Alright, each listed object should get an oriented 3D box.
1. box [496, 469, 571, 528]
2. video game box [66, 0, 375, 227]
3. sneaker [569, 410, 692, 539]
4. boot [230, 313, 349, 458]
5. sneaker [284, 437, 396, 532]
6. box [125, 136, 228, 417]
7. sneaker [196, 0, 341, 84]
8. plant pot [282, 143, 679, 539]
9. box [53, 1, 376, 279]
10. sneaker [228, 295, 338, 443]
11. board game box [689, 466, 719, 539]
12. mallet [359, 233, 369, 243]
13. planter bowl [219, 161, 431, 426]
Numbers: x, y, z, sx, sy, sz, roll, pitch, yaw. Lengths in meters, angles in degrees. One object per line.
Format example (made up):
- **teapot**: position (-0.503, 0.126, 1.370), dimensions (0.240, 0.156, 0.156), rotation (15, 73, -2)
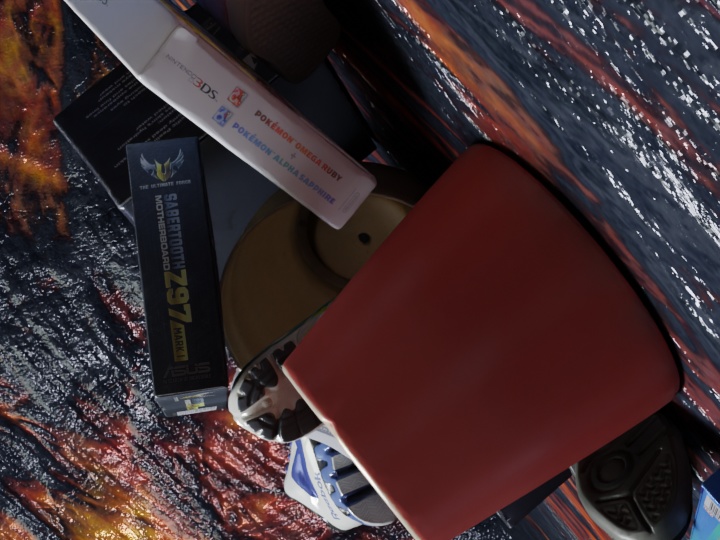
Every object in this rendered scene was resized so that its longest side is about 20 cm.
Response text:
- **box**: position (0.090, 0.096, 1.194), dimensions (0.200, 0.104, 0.183), rotation (47, 173, 40)
- **video game box**: position (-0.101, -0.126, 0.858), dimensions (0.182, 0.047, 0.200), rotation (39, -176, -41)
- **sneaker**: position (0.182, 0.139, 0.867), dimensions (0.115, 0.076, 0.200), rotation (50, -178, -19)
- **boot**: position (-0.005, 0.096, 1.093), dimensions (0.198, 0.097, 0.074), rotation (25, 146, -16)
- **sneaker**: position (-0.038, 0.143, 1.168), dimensions (0.115, 0.080, 0.202), rotation (-46, 60, 52)
- **box**: position (-0.121, 0.012, 0.902), dimensions (0.200, 0.050, 0.160), rotation (123, 138, -78)
- **sneaker**: position (-0.073, -0.190, 0.838), dimensions (0.105, 0.075, 0.200), rotation (45, 178, 10)
- **plant pot**: position (0.062, 0.057, 0.801), dimensions (0.201, 0.177, 0.200), rotation (50, 175, 6)
- **box**: position (-0.125, -0.115, 1.117), dimensions (0.118, 0.196, 0.200), rotation (54, 173, -37)
- **sneaker**: position (-0.005, 0.041, 0.912), dimensions (0.078, 0.198, 0.080), rotation (63, 171, -10)
- **board game box**: position (0.253, 0.186, 0.751), dimensions (0.152, 0.045, 0.200), rotation (49, 173, 23)
- **mallet**: position (0.058, 0.012, 1.117), dimensions (0.200, 0.066, 0.041), rotation (46, 172, 42)
- **planter bowl**: position (0.000, 0.000, 1.017), dimensions (0.201, 0.199, 0.135), rotation (53, -159, -22)
